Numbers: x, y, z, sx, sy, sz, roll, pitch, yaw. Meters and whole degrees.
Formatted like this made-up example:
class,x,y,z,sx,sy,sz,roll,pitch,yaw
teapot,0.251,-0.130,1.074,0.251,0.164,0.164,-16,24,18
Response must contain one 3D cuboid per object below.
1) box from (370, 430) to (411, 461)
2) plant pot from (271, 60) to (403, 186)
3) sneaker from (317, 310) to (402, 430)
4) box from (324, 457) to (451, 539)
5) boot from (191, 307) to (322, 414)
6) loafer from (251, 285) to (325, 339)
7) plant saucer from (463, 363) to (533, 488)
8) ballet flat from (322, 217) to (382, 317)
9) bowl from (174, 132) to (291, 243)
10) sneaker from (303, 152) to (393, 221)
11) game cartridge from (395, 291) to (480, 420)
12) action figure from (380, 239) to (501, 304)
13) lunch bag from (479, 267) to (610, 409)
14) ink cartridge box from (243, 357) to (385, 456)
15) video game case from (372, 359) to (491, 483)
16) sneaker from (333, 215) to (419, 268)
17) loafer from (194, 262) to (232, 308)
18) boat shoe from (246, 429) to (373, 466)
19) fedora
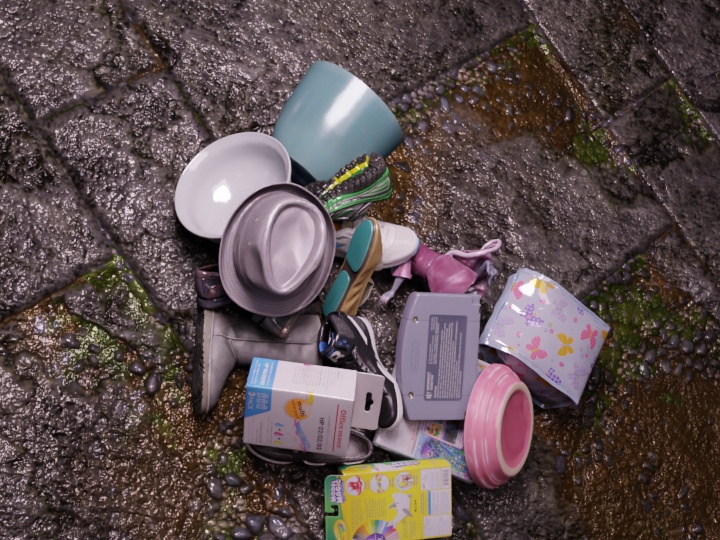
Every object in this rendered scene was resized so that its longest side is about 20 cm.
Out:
class,x,y,z,sx,sy,sz,roll,pitch,yaw
box,0.127,0.246,1.489,0.137,0.040,0.200,43,63,-3
plant pot,-0.055,-0.219,1.491,0.200,0.201,0.161,41,78,-5
sneaker,-0.013,0.156,1.396,0.111,0.073,0.201,17,41,-49
box,0.040,0.358,1.382,0.198,0.048,0.119,-2,95,-14
boot,-0.158,0.144,1.400,0.198,0.072,0.184,12,68,-24
loafer,-0.097,0.043,1.434,0.063,0.072,0.200,44,43,2
plant saucer,0.232,0.255,1.459,0.200,0.050,0.203,-4,95,-57
ballet flat,0.000,0.000,1.454,0.063,0.201,0.069,8,35,-31
bowl,-0.189,-0.115,1.434,0.199,0.091,0.203,-9,57,14
sneaker,-0.036,-0.100,1.417,0.199,0.085,0.078,-27,40,8
game cartridge,0.121,0.135,1.418,0.132,0.042,0.202,3,93,-14
action figure,0.117,-0.007,1.504,0.199,0.150,0.134,28,32,28
lunch bag,0.308,0.116,1.560,0.199,0.127,0.170,37,65,-17
ink cartridge box,-0.069,0.205,1.324,0.198,0.116,0.068,7,34,0
video game case,0.128,0.220,1.463,0.181,0.024,0.202,24,65,-13
sneaker,-0.001,-0.059,1.484,0.198,0.081,0.077,8,64,4
loafer,-0.173,-0.004,1.421,0.199,0.072,0.064,-26,118,-32
boat shoe,-0.076,0.268,1.388,0.198,0.060,0.075,14,71,-16
fedora,-0.111,-0.029,1.307,0.176,0.090,0.202,24,84,-19
